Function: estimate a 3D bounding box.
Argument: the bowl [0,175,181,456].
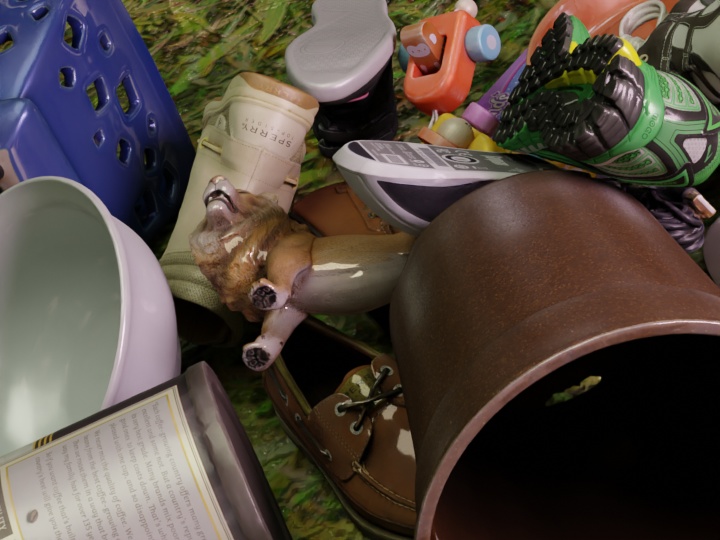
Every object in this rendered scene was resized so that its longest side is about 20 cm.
[{"bbox_3d":[-0.167,0.053,1.155,0.200,0.090,0.202,-18,64,41],"label":"bowl"}]

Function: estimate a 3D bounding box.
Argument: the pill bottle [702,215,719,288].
[{"bbox_3d":[0.267,-0.057,1.068,0.110,0.111,0.200,17,51,44],"label":"pill bottle"}]

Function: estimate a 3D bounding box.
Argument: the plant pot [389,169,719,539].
[{"bbox_3d":[0.102,0.063,0.926,0.199,0.201,0.199,-23,30,0],"label":"plant pot"}]

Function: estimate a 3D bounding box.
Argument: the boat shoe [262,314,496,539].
[{"bbox_3d":[0.003,0.083,1.066,0.072,0.068,0.200,-35,36,-21],"label":"boat shoe"}]

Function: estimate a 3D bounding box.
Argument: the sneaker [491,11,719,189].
[{"bbox_3d":[0.125,-0.075,1.019,0.078,0.085,0.200,-60,14,7],"label":"sneaker"}]

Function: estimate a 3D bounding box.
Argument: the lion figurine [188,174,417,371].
[{"bbox_3d":[0.000,0.000,1.081,0.199,0.073,0.123,5,27,7],"label":"lion figurine"}]

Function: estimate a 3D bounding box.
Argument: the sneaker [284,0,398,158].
[{"bbox_3d":[-0.005,-0.113,1.305,0.070,0.100,0.200,-5,20,5],"label":"sneaker"}]

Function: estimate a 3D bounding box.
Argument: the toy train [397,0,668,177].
[{"bbox_3d":[0.082,-0.112,1.188,0.199,0.056,0.151,-2,64,44],"label":"toy train"}]

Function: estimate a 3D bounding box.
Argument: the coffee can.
[{"bbox_3d":[-0.137,0.151,0.983,0.199,0.147,0.147,-24,33,-2],"label":"coffee can"}]

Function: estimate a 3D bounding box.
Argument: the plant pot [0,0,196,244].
[{"bbox_3d":[-0.243,-0.071,1.320,0.199,0.201,0.180,-9,42,19],"label":"plant pot"}]

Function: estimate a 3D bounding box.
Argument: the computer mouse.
[{"bbox_3d":[0.080,-0.035,1.043,0.199,0.044,0.110,4,16,-13],"label":"computer mouse"}]

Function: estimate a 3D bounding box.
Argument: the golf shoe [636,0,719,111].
[{"bbox_3d":[0.189,-0.102,1.041,0.094,0.078,0.200,-41,7,14],"label":"golf shoe"}]

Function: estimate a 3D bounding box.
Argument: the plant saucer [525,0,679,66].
[{"bbox_3d":[0.200,-0.137,1.221,0.199,0.032,0.201,-15,36,11],"label":"plant saucer"}]

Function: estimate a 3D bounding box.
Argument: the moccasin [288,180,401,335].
[{"bbox_3d":[0.027,-0.008,1.184,0.078,0.074,0.201,-38,25,-5],"label":"moccasin"}]

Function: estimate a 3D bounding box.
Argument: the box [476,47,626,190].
[{"bbox_3d":[0.145,-0.099,1.263,0.136,0.039,0.200,12,47,39],"label":"box"}]

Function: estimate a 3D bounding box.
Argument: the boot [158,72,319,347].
[{"bbox_3d":[-0.084,-0.028,1.258,0.200,0.072,0.156,145,144,-76],"label":"boot"}]
